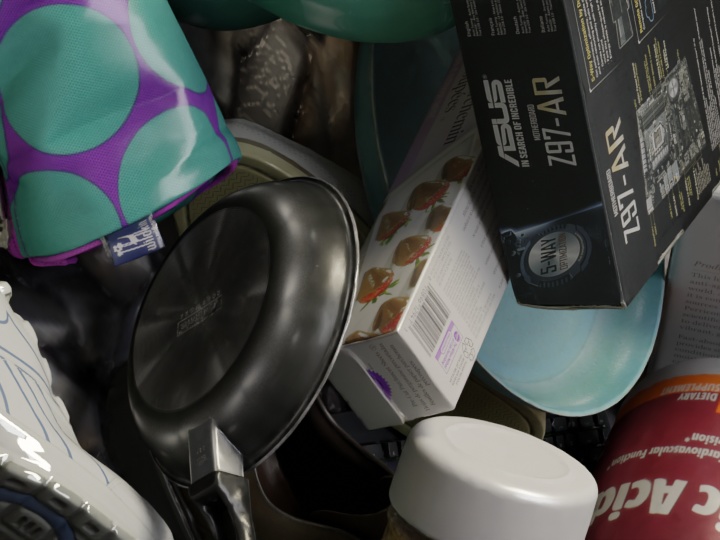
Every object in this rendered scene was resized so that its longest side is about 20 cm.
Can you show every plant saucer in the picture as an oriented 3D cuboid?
[{"bbox_3d":[0.057,-0.038,0.975,0.200,0.027,0.200,27,55,-47],"label":"plant saucer"}]

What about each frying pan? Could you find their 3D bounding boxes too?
[{"bbox_3d":[-0.054,0.053,0.825,0.031,0.115,0.190,28,70,-32],"label":"frying pan"}]

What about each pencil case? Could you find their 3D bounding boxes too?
[{"bbox_3d":[-0.121,-0.098,0.848,0.092,0.085,0.200,-29,100,-11],"label":"pencil case"}]

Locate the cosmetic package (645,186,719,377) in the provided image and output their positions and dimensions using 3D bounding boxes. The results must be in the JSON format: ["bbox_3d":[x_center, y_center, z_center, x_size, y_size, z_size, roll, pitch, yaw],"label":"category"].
[{"bbox_3d":[0.183,0.005,1.072,0.200,0.101,0.071,92,10,-56],"label":"cosmetic package"}]

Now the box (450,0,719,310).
[{"bbox_3d":[0.086,-0.109,0.877,0.160,0.043,0.200,-46,129,-51],"label":"box"}]

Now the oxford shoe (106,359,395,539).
[{"bbox_3d":[-0.014,0.114,0.895,0.200,0.084,0.073,61,38,-15],"label":"oxford shoe"}]

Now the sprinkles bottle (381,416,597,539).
[{"bbox_3d":[0.020,0.153,0.853,0.068,0.068,0.200,0,113,-50],"label":"sprinkles bottle"}]

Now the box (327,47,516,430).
[{"bbox_3d":[0.038,-0.025,0.886,0.041,0.039,0.200,55,39,-27],"label":"box"}]

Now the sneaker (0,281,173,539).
[{"bbox_3d":[-0.129,0.037,0.801,0.200,0.074,0.087,45,40,-31],"label":"sneaker"}]

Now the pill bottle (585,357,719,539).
[{"bbox_3d":[0.131,0.141,1.001,0.114,0.114,0.200,51,43,-23],"label":"pill bottle"}]

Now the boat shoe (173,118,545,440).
[{"bbox_3d":[0.000,0.000,0.971,0.200,0.075,0.068,44,36,-34],"label":"boat shoe"}]

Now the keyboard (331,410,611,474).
[{"bbox_3d":[0.057,0.114,1.029,0.200,0.021,0.127,-4,79,-49],"label":"keyboard"}]

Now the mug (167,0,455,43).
[{"bbox_3d":[-0.046,-0.160,0.885,0.114,0.185,0.152,-30,119,-17],"label":"mug"}]
